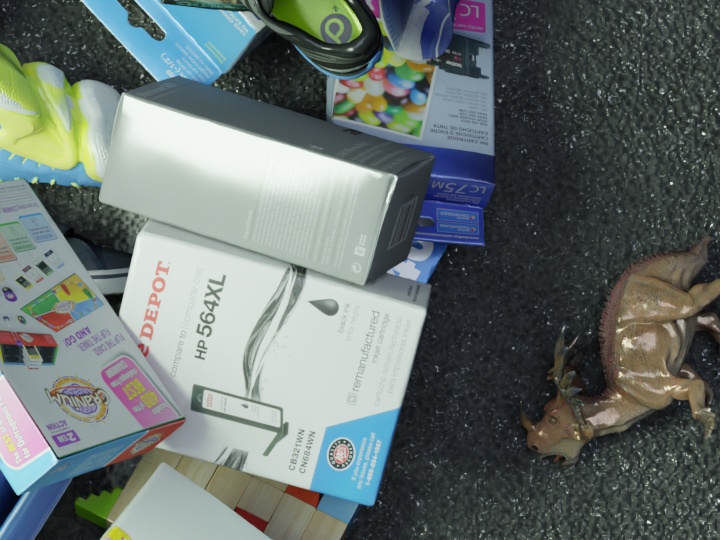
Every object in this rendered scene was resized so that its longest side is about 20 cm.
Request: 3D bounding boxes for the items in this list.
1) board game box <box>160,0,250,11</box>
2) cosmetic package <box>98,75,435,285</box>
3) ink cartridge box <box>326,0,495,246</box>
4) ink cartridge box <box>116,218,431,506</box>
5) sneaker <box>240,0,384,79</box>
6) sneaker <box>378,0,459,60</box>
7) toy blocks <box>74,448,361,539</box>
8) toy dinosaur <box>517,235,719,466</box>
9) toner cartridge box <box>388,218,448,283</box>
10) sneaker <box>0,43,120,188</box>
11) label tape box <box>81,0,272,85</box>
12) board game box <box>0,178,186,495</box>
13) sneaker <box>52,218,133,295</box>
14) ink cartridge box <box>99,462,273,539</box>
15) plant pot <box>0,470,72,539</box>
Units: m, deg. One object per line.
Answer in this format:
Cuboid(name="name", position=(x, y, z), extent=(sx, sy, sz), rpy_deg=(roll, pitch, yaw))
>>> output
Cuboid(name="board game box", position=(-0.065, -0.276, 1.672), extent=(0.135, 0.028, 0.200), rpy_deg=(3, 85, -9))
Cuboid(name="cosmetic package", position=(-0.063, -0.063, 1.652), extent=(0.200, 0.107, 0.090), rpy_deg=(20, 106, 12))
Cuboid(name="ink cartridge box", position=(0.036, -0.115, 1.748), extent=(0.119, 0.042, 0.200), rpy_deg=(6, 61, -9))
Cuboid(name="ink cartridge box", position=(-0.067, 0.059, 1.650), extent=(0.200, 0.084, 0.146), rpy_deg=(14, 102, 1))
Cuboid(name="sneaker", position=(-0.063, -0.204, 1.609), extent=(0.200, 0.083, 0.071), rpy_deg=(38, 82, -2))
Cuboid(name="sneaker", position=(0.074, -0.246, 1.766), extent=(0.115, 0.081, 0.199), rpy_deg=(6, 54, -13))
Cuboid(name="toy blocks", position=(-0.080, 0.159, 1.721), extent=(0.200, 0.100, 0.137), rpy_deg=(26, 68, 7))
Cuboid(name="toy dinosaur", position=(0.199, 0.049, 1.764), extent=(0.136, 0.086, 0.200), rpy_deg=(17, 76, 3))
Cuboid(name="toner cartridge box", position=(0.000, 0.000, 1.766), extent=(0.095, 0.043, 0.200), rpy_deg=(29, 81, 0))
Cuboid(name="sneaker", position=(-0.233, -0.094, 1.729), extent=(0.200, 0.105, 0.076), rpy_deg=(31, 41, -39))
Cuboid(name="label tape box", position=(-0.097, -0.234, 1.710), extent=(0.200, 0.066, 0.143), rpy_deg=(-44, 91, -11))
Cuboid(name="board game box", position=(-0.216, 0.037, 1.554), extent=(0.040, 0.153, 0.200), rpy_deg=(-40, 78, 26))
Cuboid(name="sneaker", position=(-0.247, -0.018, 1.725), extent=(0.200, 0.078, 0.079), rpy_deg=(1, 88, -4))
Cuboid(name="ink cartridge box", position=(-0.141, 0.257, 1.581), extent=(0.145, 0.145, 0.200), rpy_deg=(37, 38, 1))
Cuboid(name="plant pot", position=(-0.315, 0.133, 1.630), extent=(0.180, 0.200, 0.200), rpy_deg=(39, 78, -27))
